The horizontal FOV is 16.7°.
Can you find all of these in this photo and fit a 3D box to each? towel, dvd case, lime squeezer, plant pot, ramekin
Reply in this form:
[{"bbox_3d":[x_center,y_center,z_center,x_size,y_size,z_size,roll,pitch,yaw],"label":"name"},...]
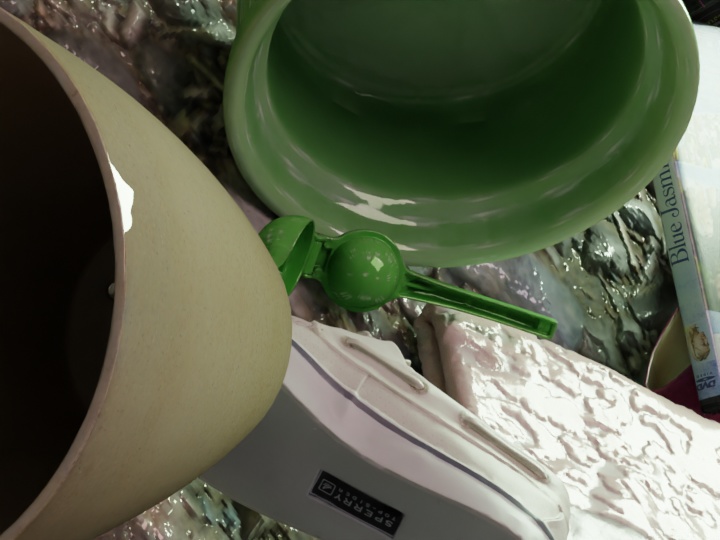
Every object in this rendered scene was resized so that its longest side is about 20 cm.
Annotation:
[{"bbox_3d":[0.120,0.105,1.060,0.200,0.032,0.191,26,28,-22],"label":"towel"},{"bbox_3d":[0.193,-0.027,1.224,0.143,0.018,0.200,4,71,-50],"label":"dvd case"},{"bbox_3d":[0.000,0.000,1.028,0.200,0.071,0.038,11,87,-49],"label":"lime squeezer"},{"bbox_3d":[-0.107,0.015,0.802,0.200,0.187,0.188,14,53,-64],"label":"plant pot"},{"bbox_3d":[0.039,-0.104,1.050,0.200,0.200,0.098,33,35,-34],"label":"ramekin"}]

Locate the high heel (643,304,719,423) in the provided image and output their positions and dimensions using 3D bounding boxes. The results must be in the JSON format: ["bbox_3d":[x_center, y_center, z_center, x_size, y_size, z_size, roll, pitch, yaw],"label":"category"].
[{"bbox_3d":[0.180,0.010,1.257,0.096,0.067,0.200,44,49,-40],"label":"high heel"}]

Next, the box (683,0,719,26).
[{"bbox_3d":[0.152,-0.209,1.312,0.124,0.148,0.200,-4,69,-53],"label":"box"}]

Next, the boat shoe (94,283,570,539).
[{"bbox_3d":[-0.007,0.056,0.935,0.200,0.071,0.070,30,36,4],"label":"boat shoe"}]
